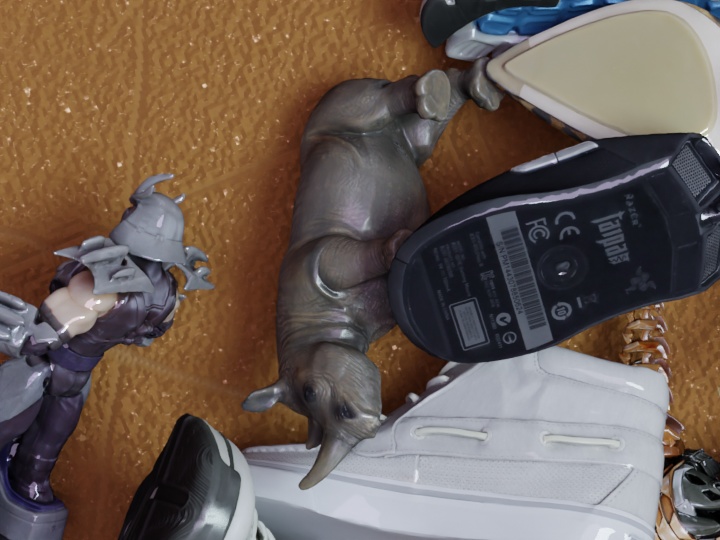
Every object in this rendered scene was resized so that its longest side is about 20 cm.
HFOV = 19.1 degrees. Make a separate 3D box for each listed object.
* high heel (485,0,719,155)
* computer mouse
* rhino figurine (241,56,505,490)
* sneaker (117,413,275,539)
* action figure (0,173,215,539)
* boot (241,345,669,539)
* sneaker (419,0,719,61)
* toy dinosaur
[{"bbox_3d":[0.161,-0.062,0.923,0.199,0.143,0.072,6,80,18],"label":"high heel"},{"bbox_3d":[0.116,0.001,0.863,0.199,0.046,0.141,-22,121,6],"label":"computer mouse"},{"bbox_3d":[0.000,0.000,0.896,0.060,0.087,0.201,33,58,-38],"label":"rhino figurine"},{"bbox_3d":[-0.037,0.118,0.865,0.115,0.201,0.076,23,74,-6],"label":"sneaker"},{"bbox_3d":[-0.131,0.042,0.895,0.069,0.130,0.200,40,104,27],"label":"action figure"},{"bbox_3d":[0.035,0.076,0.920,0.199,0.074,0.096,5,65,19],"label":"boot"},{"bbox_3d":[0.123,-0.141,0.932,0.199,0.075,0.087,3,63,-12],"label":"sneaker"},{"bbox_3d":[0.159,0.106,0.925,0.135,0.102,0.201,-19,113,14],"label":"toy dinosaur"}]
